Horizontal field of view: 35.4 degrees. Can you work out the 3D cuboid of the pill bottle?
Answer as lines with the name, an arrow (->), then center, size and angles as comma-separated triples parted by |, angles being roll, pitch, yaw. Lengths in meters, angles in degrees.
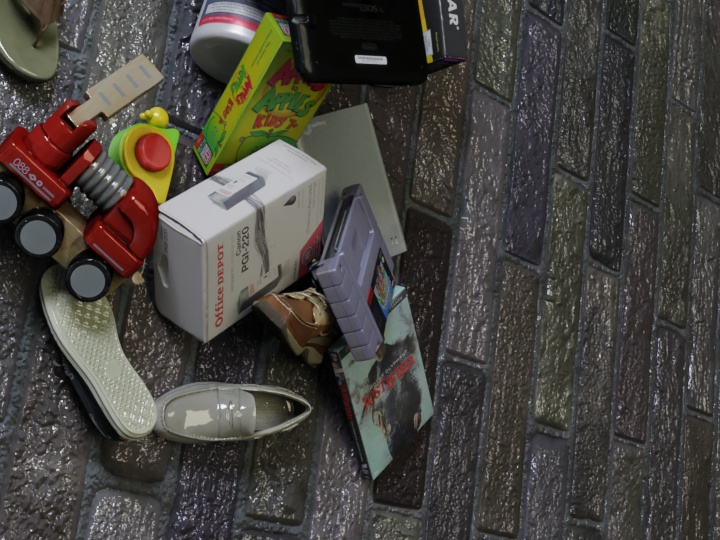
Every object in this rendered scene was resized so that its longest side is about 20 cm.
pill bottle -> -0.121, -0.330, 1.336 | 0.119, 0.119, 0.203 | 29, 66, -35

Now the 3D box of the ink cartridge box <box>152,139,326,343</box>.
ink cartridge box -> -0.133, -0.035, 1.263 | 0.199, 0.084, 0.148 | -33, 142, -38

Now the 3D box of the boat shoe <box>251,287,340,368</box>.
boat shoe -> -0.068, 0.053, 1.295 | 0.076, 0.200, 0.074 | 43, 86, 15

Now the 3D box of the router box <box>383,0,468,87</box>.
router box -> 0.066, -0.359, 1.488 | 0.050, 0.148, 0.204 | -2, 84, -42

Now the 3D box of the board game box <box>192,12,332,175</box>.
board game box -> -0.102, -0.193, 1.284 | 0.100, 0.201, 0.048 | -1, 49, -41

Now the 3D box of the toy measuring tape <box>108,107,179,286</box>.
toy measuring tape -> -0.247, -0.088, 1.222 | 0.073, 0.073, 0.204 | 24, 68, -36

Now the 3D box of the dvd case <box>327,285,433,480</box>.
dvd case -> 0.029, 0.142, 1.423 | 0.146, 0.022, 0.203 | -40, 127, -39

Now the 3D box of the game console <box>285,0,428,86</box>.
game console -> -0.037, -0.283, 1.247 | 0.198, 0.115, 0.179 | -8, 89, -45

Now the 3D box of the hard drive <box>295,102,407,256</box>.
hard drive -> -0.020, -0.103, 1.449 | 0.138, 0.033, 0.204 | -21, 97, -41

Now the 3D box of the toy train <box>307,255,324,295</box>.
toy train -> -0.017, 0.030, 1.385 | 0.046, 0.034, 0.200 | 64, 9, 30

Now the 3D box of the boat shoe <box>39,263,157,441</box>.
boat shoe -> -0.280, 0.089, 1.171 | 0.074, 0.062, 0.202 | -26, 86, -44

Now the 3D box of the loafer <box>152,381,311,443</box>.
loafer -> -0.144, 0.158, 1.274 | 0.198, 0.069, 0.071 | -2, 85, -42

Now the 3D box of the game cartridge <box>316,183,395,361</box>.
game cartridge -> 0.000, 0.000, 1.339 | 0.131, 0.038, 0.201 | 62, 22, -26

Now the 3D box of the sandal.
sandal -> -0.341, -0.297, 1.176 | 0.079, 0.057, 0.205 | 9, 77, -40

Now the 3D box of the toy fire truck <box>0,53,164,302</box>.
toy fire truck -> -0.258, -0.103, 1.131 | 0.200, 0.129, 0.176 | -42, 111, 10
